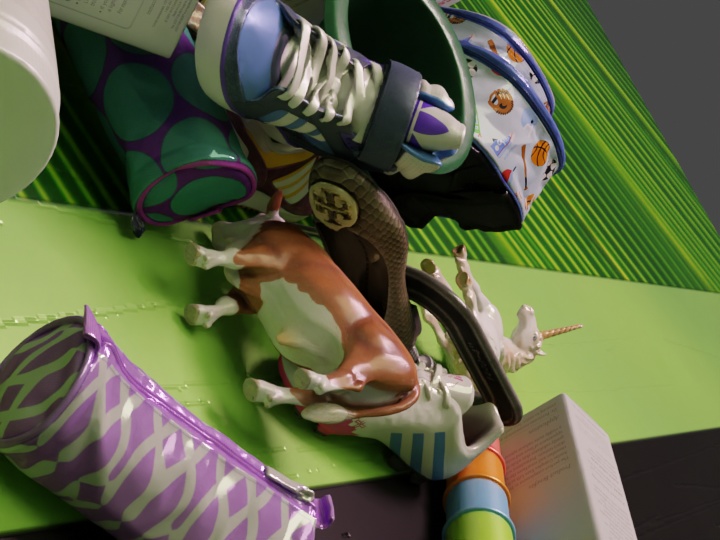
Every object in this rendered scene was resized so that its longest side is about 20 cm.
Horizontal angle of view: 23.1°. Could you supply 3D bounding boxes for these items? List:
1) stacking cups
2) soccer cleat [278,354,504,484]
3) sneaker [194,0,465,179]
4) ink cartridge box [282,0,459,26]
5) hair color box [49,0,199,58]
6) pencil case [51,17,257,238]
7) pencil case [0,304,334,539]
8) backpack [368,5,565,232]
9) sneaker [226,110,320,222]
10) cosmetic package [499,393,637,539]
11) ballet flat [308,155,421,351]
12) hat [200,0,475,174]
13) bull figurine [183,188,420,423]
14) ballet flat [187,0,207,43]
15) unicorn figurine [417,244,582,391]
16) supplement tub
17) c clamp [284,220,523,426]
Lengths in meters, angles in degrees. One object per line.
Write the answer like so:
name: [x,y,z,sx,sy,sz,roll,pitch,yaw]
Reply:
stacking cups: [0.085,0.175,1.262,0.061,0.060,0.200,47,23,-25]
soccer cleat: [0.025,0.084,1.217,0.200,0.086,0.070,34,31,-47]
sneaker: [-0.006,-0.115,1.104,0.200,0.146,0.081,42,63,-68]
ink cartridge box: [0.002,-0.260,1.443,0.199,0.144,0.085,-4,79,-46]
hair color box: [-0.185,-0.210,1.036,0.199,0.100,0.061,18,37,-22]
pencil case: [-0.141,-0.124,1.140,0.093,0.085,0.201,103,-35,-65]
pencil case: [-0.102,0.102,0.909,0.200,0.085,0.084,40,28,-37]
backpack: [0.075,-0.118,1.435,0.190,0.154,0.200,28,-13,47]
sneaker: [-0.049,-0.089,1.287,0.075,0.090,0.200,63,23,12]
cosmetic package: [0.148,0.200,1.312,0.074,0.101,0.201,41,27,-37]
ballet flat: [0.000,0.000,1.195,0.067,0.046,0.200,26,-28,29]
hat: [-0.030,-0.133,1.328,0.165,0.176,0.201,32,46,-39]
bull figurine: [-0.046,0.022,1.129,0.121,0.065,0.200,-14,47,-46]
ballet flat: [-0.125,-0.187,1.269,0.200,0.068,0.067,43,67,-36]
unicorn figurine: [0.102,0.049,1.482,0.138,0.074,0.200,61,33,-18]
supplement tub: [-0.226,-0.140,0.908,0.132,0.132,0.201,36,30,-44]
c clamp: [0.038,0.038,1.297,0.027,0.170,0.200,-50,129,-23]
